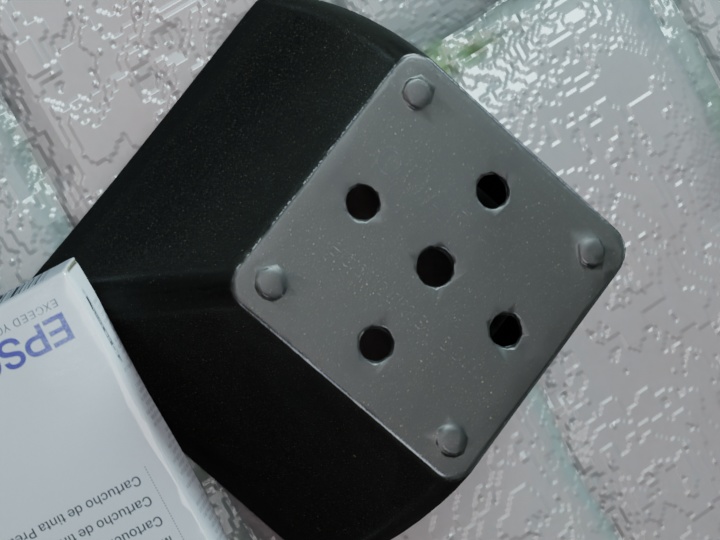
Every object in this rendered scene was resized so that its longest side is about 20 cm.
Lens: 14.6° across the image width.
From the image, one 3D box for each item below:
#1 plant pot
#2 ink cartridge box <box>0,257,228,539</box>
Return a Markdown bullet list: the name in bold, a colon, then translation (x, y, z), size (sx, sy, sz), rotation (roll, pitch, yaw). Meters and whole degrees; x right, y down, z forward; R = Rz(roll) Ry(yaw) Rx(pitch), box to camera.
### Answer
- **plant pot**: translation (0.000, 0.000, 1.252), size (0.200, 0.177, 0.200), rotation (41, 75, -14)
- **ink cartridge box**: translation (-0.164, 0.127, 1.216), size (0.199, 0.041, 0.200), rotation (-27, 98, 6)
